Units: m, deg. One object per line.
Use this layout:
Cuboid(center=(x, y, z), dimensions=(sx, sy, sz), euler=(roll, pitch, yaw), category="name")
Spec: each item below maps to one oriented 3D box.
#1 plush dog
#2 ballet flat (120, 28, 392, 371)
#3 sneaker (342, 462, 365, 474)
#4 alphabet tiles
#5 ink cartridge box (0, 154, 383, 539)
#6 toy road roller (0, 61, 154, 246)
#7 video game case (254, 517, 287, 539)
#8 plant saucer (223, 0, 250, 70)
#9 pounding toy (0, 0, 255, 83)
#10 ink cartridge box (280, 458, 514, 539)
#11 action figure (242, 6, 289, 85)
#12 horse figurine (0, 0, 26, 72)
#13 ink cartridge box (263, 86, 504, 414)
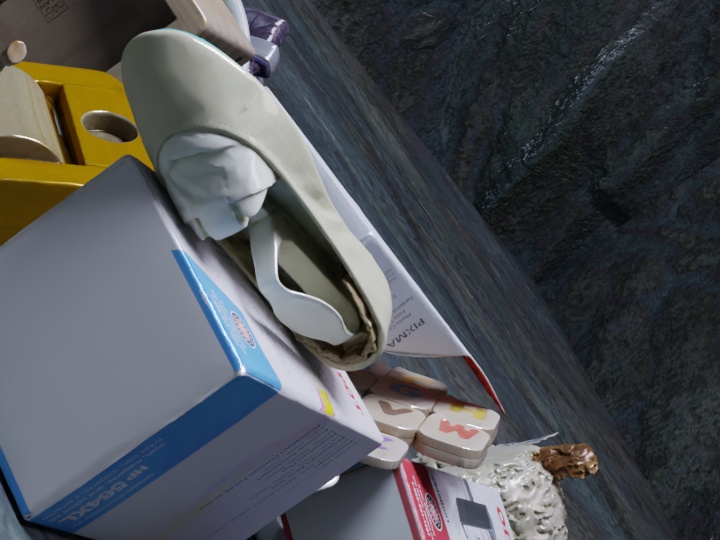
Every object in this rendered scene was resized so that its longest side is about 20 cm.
Cuboid(center=(0.110, 0.223, 1.426), dimensions=(0.200, 0.160, 0.173), euler=(-31, 113, -80), category="plush dog")
Cuboid(center=(-0.046, -0.025, 0.882), dimensions=(0.200, 0.069, 0.070), euler=(50, 10, -32), category="ballet flat")
Cuboid(center=(-0.001, 0.118, 1.225), dimensions=(0.082, 0.074, 0.200), euler=(53, 11, -5), category="sneaker")
Cuboid(center=(-0.016, 0.071, 1.128), dimensions=(0.199, 0.015, 0.196), euler=(17, 12, 9), category="alphabet tiles")
Cuboid(center=(-0.091, 0.056, 0.936), dimensions=(0.129, 0.125, 0.200), euler=(60, 10, 26), category="ink cartridge box")
Cuboid(center=(-0.148, -0.023, 1.042), dimensions=(0.199, 0.146, 0.123), euler=(8, 32, -25), category="toy road roller")
Cuboid(center=(-0.043, 0.140, 1.219), dimensions=(0.200, 0.023, 0.182), euler=(60, 9, 26), category="video game case")
Cuboid(center=(-0.176, -0.168, 1.324), dimensions=(0.199, 0.050, 0.201), euler=(13, 62, -24), category="plant saucer")
Cuboid(center=(-0.174, -0.181, 1.171), dimensions=(0.200, 0.184, 0.142), euler=(57, 9, 11), category="pounding toy")
Cuboid(center=(0.041, 0.202, 1.140), dimensions=(0.200, 0.083, 0.145), euler=(31, 39, -66), category="ink cartridge box")
Cuboid(center=(-0.106, -0.100, 1.411), dimensions=(0.130, 0.069, 0.201), euler=(103, -1, -54), category="action figure")
Cuboid(center=(-0.212, -0.100, 0.933), dimensions=(0.050, 0.132, 0.201), euler=(37, 35, -30), category="horse figurine")
Cuboid(center=(0.000, 0.000, 1.151), dimensions=(0.200, 0.047, 0.160), euler=(53, 1, -46), category="ink cartridge box")
